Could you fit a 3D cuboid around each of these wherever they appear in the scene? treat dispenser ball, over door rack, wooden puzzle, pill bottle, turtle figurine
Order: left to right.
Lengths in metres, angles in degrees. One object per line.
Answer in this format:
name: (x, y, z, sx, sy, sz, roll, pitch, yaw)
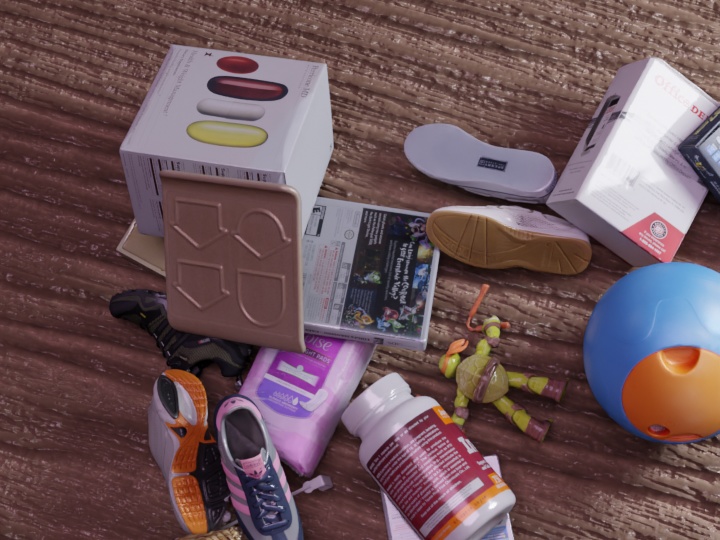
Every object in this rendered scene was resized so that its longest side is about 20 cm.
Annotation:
wooden puzzle: (-0.138, -0.014, 1.621, 0.184, 0.046, 0.201, 9, 113, 28)
over door rack: (-0.101, 0.335, 1.643, 0.199, 0.067, 0.148, -24, 73, -1)
pill bottle: (0.072, 0.217, 1.615, 0.113, 0.113, 0.200, -39, 73, -6)
turtle figurine: (0.158, 0.123, 1.677, 0.161, 0.064, 0.201, 23, 77, 12)
treat dispenser ball: (0.347, 0.091, 1.593, 0.200, 0.201, 0.202, -2, 73, 6)

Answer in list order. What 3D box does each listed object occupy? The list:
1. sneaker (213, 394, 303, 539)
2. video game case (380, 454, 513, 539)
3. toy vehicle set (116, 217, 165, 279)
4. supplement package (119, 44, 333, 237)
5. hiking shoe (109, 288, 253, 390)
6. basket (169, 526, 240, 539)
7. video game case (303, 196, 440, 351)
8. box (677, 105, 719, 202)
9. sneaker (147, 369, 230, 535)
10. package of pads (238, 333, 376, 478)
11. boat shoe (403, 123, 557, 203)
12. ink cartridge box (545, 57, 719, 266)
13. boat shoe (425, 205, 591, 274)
sneaker: (-0.117, 0.234, 1.594, 0.070, 0.082, 0.201, -22, 86, -7)
video game case: (0.106, 0.323, 1.648, 0.142, 0.018, 0.201, -11, 72, 3)
toy vehicle set: (-0.188, -0.031, 1.782, 0.199, 0.027, 0.125, 28, 79, 13)
supplement package: (-0.153, -0.146, 1.716, 0.199, 0.148, 0.192, 8, 50, 11)
hiking shoe: (-0.222, 0.082, 1.726, 0.199, 0.076, 0.101, 13, 88, 22)
basket: (-0.226, 0.377, 1.560, 0.199, 0.149, 0.144, -16, 90, 31)
video game case: (0.000, 0.000, 1.705, 0.181, 0.023, 0.201, 8, 49, 3)
box: (0.488, -0.121, 1.672, 0.158, 0.051, 0.200, -42, 103, -10)
sneaker: (-0.205, 0.222, 1.676, 0.075, 0.092, 0.201, 2, 57, -26)
package of pads: (-0.069, 0.132, 1.694, 0.120, 0.076, 0.201, 24, 77, 14)
boat shoe: (0.147, -0.121, 1.752, 0.199, 0.065, 0.074, 22, 76, 25)
ink cartridge box: (0.334, -0.126, 1.694, 0.146, 0.083, 0.201, 34, 78, -16)
boat shoe: (0.177, -0.045, 1.726, 0.199, 0.071, 0.069, 12, 35, -1)
